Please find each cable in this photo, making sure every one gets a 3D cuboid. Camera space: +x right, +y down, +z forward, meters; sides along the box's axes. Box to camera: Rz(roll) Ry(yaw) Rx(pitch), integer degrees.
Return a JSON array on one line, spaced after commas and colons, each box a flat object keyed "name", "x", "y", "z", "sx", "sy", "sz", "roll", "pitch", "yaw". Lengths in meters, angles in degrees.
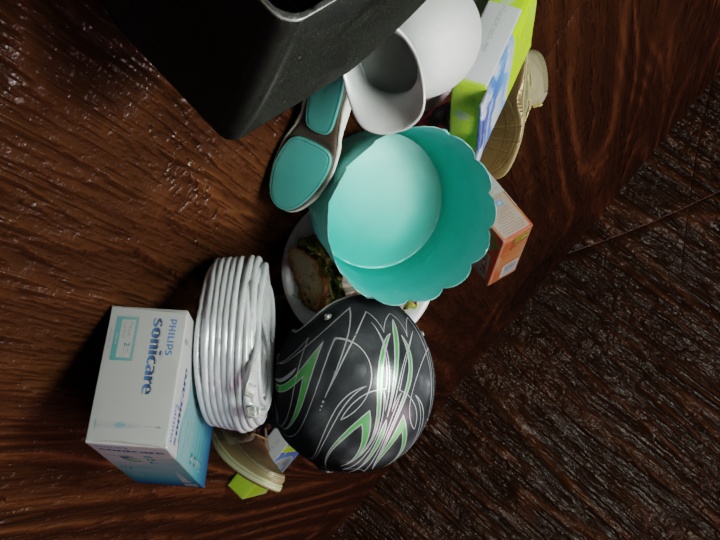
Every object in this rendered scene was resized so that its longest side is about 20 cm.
[{"name": "cable", "x": -0.137, "y": 0.083, "z": 1.034, "sx": 0.200, "sy": 0.069, "sz": 0.200, "roll": 88, "pitch": 2, "yaw": -68}]

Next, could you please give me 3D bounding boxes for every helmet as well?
[{"name": "helmet", "x": -0.005, "y": 0.135, "z": 1.072, "sx": 0.200, "sy": 0.200, "sz": 0.191, "roll": -38, "pitch": -176, "yaw": -34}]

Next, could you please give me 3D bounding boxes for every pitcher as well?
[{"name": "pitcher", "x": 0.038, "y": -0.244, "z": 0.894, "sx": 0.121, "sy": 0.172, "sz": 0.200, "roll": -13, "pitch": -159, "yaw": 30}]

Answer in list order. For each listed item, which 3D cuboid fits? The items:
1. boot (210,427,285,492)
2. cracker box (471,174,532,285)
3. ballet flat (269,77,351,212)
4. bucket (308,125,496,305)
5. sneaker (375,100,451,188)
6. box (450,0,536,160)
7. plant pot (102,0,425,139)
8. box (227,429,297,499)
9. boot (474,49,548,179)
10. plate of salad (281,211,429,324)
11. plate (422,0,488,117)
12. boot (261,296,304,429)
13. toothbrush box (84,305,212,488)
[{"name": "boot", "x": -0.133, "y": 0.188, "z": 1.233, "sx": 0.155, "sy": 0.200, "sz": 0.072, "roll": -51, "pitch": 137, "yaw": -2}, {"name": "cracker box", "x": 0.160, "y": -0.093, "z": 1.339, "sx": 0.058, "sy": 0.200, "sz": 0.134, "roll": -29, "pitch": 157, "yaw": -17}, {"name": "ballet flat", "x": -0.041, "y": -0.150, "z": 0.978, "sx": 0.069, "sy": 0.069, "sz": 0.200, "roll": -30, "pitch": 151, "yaw": -48}, {"name": "bucket", "x": 0.041, "y": -0.071, "z": 1.056, "sx": 0.207, "sy": 0.207, "sz": 0.135, "roll": -50, "pitch": -159, "yaw": 0}, {"name": "sneaker", "x": 0.060, "y": -0.145, "z": 1.177, "sx": 0.200, "sy": 0.071, "sz": 0.098, "roll": -29, "pitch": 171, "yaw": -11}, {"name": "box", "x": 0.153, "y": -0.236, "z": 1.064, "sx": 0.122, "sy": 0.048, "sz": 0.200, "roll": 81, "pitch": 31, "yaw": -62}, {"name": "plant pot", "x": -0.065, "y": -0.209, "z": 0.603, "sx": 0.200, "sy": 0.200, "sz": 0.177, "roll": -39, "pitch": 171, "yaw": -31}, {"name": "box", "x": -0.153, "y": 0.337, "z": 1.721, "sx": 0.200, "sy": 0.048, "sz": 0.122, "roll": -50, "pitch": 163, "yaw": 4}, {"name": "boot", "x": 0.227, "y": -0.237, "z": 1.359, "sx": 0.155, "sy": 0.073, "sz": 0.200, "roll": -17, "pitch": 114, "yaw": -65}, {"name": "plate of salad", "x": 0.000, "y": 0.000, "z": 1.161, "sx": 0.200, "sy": 0.200, "sz": 0.048, "roll": -49, "pitch": -174, "yaw": -2}, {"name": "plate", "x": 0.107, "y": -0.276, "z": 1.124, "sx": 0.200, "sy": 0.032, "sz": 0.200, "roll": -49, "pitch": 163, "yaw": -1}, {"name": "boot", "x": -0.067, "y": 0.126, "z": 1.207, "sx": 0.198, "sy": 0.163, "sz": 0.073, "roll": 10, "pitch": 158, "yaw": -39}, {"name": "toothbrush box", "x": -0.216, "y": 0.143, "z": 0.988, "sx": 0.200, "sy": 0.085, "sz": 0.147, "roll": 88, "pitch": 6, "yaw": -67}]
